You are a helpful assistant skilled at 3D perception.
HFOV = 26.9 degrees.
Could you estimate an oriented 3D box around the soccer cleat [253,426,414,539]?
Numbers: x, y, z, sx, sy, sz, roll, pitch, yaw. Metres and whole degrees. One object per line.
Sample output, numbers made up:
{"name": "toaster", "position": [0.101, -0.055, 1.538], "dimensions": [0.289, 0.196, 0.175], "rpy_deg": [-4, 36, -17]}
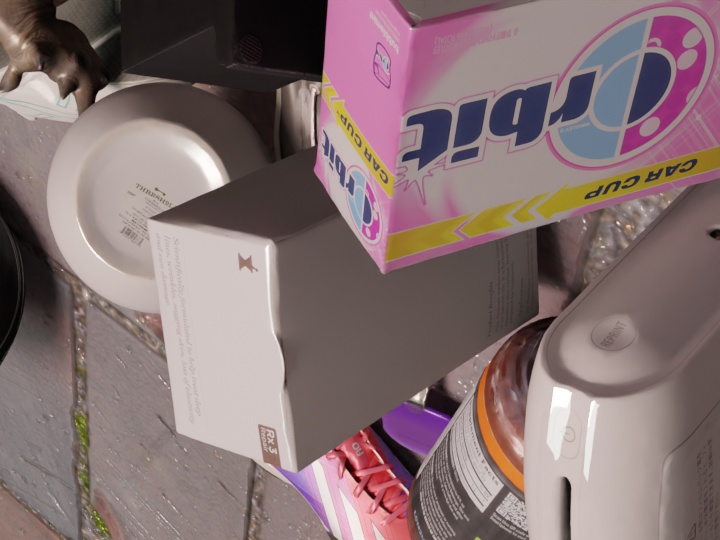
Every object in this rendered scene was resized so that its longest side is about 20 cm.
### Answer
{"name": "soccer cleat", "position": [-0.008, 0.127, 0.980], "dimensions": [0.200, 0.068, 0.073], "rpy_deg": [39, 139, 20]}

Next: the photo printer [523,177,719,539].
{"name": "photo printer", "position": [0.140, 0.058, 0.633], "dimensions": [0.069, 0.200, 0.167], "rpy_deg": [20, 136, 35]}

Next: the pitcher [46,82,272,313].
{"name": "pitcher", "position": [-0.084, -0.029, 0.836], "dimensions": [0.171, 0.122, 0.200], "rpy_deg": [29, -178, -4]}

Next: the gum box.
{"name": "gum box", "position": [0.087, -0.085, 0.573], "dimensions": [0.114, 0.199, 0.066], "rpy_deg": [95, 151, -45]}

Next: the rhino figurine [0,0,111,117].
{"name": "rhino figurine", "position": [-0.187, -0.174, 0.840], "dimensions": [0.060, 0.087, 0.201], "rpy_deg": [-17, 89, 36]}

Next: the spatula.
{"name": "spatula", "position": [0.038, 0.046, 0.890], "dimensions": [0.056, 0.021, 0.201], "rpy_deg": [18, 133, 20]}

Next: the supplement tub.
{"name": "supplement tub", "position": [0.100, 0.095, 0.794], "dimensions": [0.107, 0.107, 0.200], "rpy_deg": [42, 144, 11]}

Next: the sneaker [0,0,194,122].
{"name": "sneaker", "position": [-0.163, -0.129, 0.927], "dimensions": [0.199, 0.071, 0.080], "rpy_deg": [4, 159, 34]}

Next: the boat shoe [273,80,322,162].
{"name": "boat shoe", "position": [-0.008, -0.091, 0.778], "dimensions": [0.057, 0.067, 0.201], "rpy_deg": [22, 133, 41]}

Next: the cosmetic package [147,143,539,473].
{"name": "cosmetic package", "position": [0.000, 0.000, 0.719], "dimensions": [0.081, 0.199, 0.114], "rpy_deg": [14, 116, 39]}

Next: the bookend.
{"name": "bookend", "position": [-0.066, -0.162, 0.665], "dimensions": [0.198, 0.092, 0.202], "rpy_deg": [-12, 78, 55]}

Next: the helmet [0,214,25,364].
{"name": "helmet", "position": [-0.356, 0.007, 1.149], "dimensions": [0.198, 0.192, 0.200], "rpy_deg": [7, 152, 4]}
